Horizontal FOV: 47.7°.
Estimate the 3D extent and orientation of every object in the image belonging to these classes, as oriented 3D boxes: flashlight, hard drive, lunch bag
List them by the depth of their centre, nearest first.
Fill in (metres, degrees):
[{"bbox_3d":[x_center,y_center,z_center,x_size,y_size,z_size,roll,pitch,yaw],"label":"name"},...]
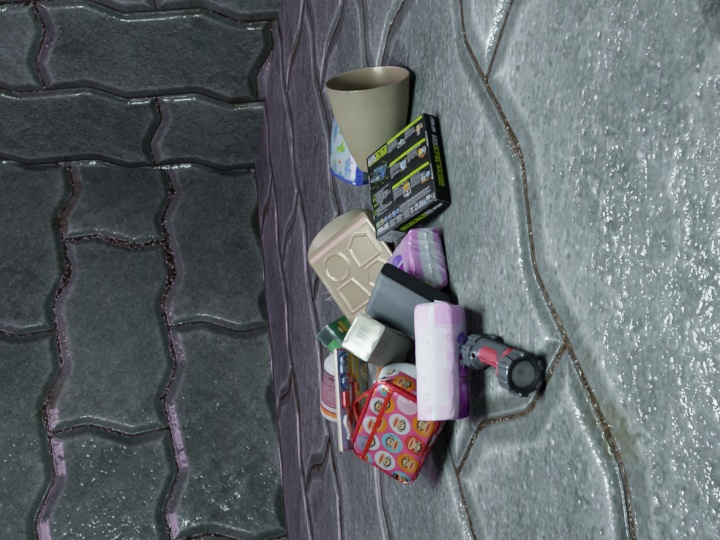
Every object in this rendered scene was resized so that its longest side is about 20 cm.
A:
[{"bbox_3d":[0.211,0.143,1.259,0.200,0.067,0.069,-169,78,-74],"label":"flashlight"},{"bbox_3d":[0.066,0.294,1.575,0.082,0.175,0.201,-37,-29,-56],"label":"lunch bag"},{"bbox_3d":[0.087,0.067,1.587,0.033,0.139,0.200,-59,-5,-24],"label":"hard drive"},{"bbox_3d":[-0.007,-0.306,1.988,0.200,0.126,0.172,-106,20,-74],"label":"lunch bag"}]

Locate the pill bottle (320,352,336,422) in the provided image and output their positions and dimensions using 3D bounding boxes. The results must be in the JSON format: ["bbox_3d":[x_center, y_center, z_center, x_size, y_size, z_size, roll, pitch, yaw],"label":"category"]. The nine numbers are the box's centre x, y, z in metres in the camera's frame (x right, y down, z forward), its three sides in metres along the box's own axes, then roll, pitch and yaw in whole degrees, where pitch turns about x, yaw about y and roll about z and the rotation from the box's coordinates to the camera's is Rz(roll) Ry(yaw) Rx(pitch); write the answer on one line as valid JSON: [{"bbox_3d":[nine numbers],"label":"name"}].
[{"bbox_3d":[-0.045,0.291,2.156,0.113,0.112,0.202,-122,34,-64],"label":"pill bottle"}]

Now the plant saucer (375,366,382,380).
[{"bbox_3d":[0.077,0.280,1.838,0.200,0.037,0.202,-179,90,-75],"label":"plant saucer"}]

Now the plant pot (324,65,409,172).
[{"bbox_3d":[0.026,-0.328,1.804,0.188,0.185,0.202,-118,18,-61],"label":"plant pot"}]

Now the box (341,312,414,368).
[{"bbox_3d":[0.039,0.151,1.680,0.083,0.068,0.200,-60,-25,-3],"label":"box"}]

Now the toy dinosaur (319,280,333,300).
[{"bbox_3d":[-0.030,0.030,2.011,0.181,0.104,0.202,8,81,58],"label":"toy dinosaur"}]

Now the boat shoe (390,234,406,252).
[{"bbox_3d":[0.080,-0.116,1.754,0.067,0.056,0.202,-124,42,-64],"label":"boat shoe"}]

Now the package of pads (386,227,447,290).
[{"bbox_3d":[0.109,0.006,1.636,0.200,0.075,0.122,124,143,-66],"label":"package of pads"}]

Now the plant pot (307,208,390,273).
[{"bbox_3d":[-0.004,-0.025,1.906,0.135,0.199,0.201,53,147,29],"label":"plant pot"}]

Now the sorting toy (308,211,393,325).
[{"bbox_3d":[0.000,0.000,1.801,0.185,0.036,0.201,-37,80,27],"label":"sorting toy"}]

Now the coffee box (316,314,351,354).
[{"bbox_3d":[-0.011,0.157,1.845,0.044,0.123,0.200,-45,-7,22],"label":"coffee box"}]

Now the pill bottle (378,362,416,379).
[{"bbox_3d":[0.081,0.300,1.677,0.109,0.108,0.202,-119,32,-62],"label":"pill bottle"}]

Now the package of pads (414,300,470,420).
[{"bbox_3d":[0.141,0.156,1.403,0.120,0.075,0.202,16,-108,-67],"label":"package of pads"}]

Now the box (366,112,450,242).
[{"bbox_3d":[0.092,-0.183,1.637,0.200,0.047,0.195,-33,54,47],"label":"box"}]

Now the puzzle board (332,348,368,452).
[{"bbox_3d":[-0.012,0.260,1.662,0.150,0.017,0.202,12,-107,-65],"label":"puzzle board"}]
